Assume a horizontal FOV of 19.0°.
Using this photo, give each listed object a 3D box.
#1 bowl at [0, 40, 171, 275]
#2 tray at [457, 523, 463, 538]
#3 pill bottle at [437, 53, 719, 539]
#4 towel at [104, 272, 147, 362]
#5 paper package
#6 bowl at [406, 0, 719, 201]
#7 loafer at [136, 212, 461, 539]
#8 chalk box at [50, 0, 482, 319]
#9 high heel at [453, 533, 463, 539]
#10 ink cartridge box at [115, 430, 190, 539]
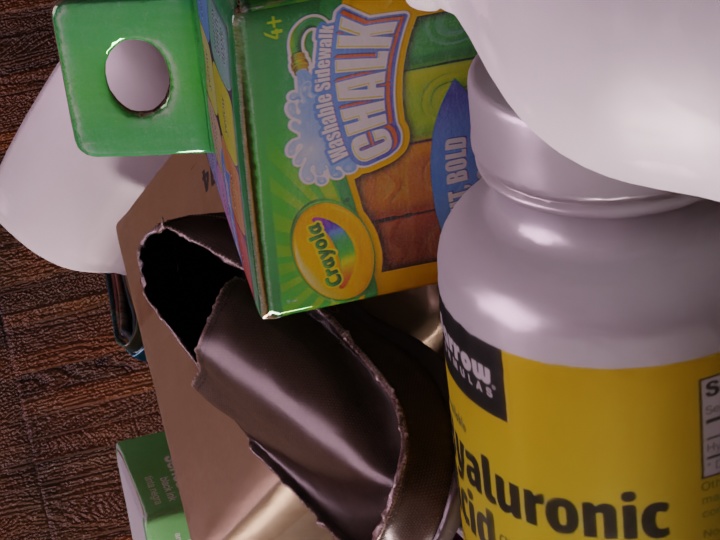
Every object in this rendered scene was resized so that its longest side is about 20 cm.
[{"bbox_3d":[-0.066,-0.074,1.043,0.075,0.200,0.200,56,139,15],"label":"bowl"},{"bbox_3d":[0.099,0.137,0.746,0.107,0.022,0.200,48,174,-38],"label":"tray"},{"bbox_3d":[0.081,0.027,0.654,0.111,0.111,0.200,-118,19,-59],"label":"pill bottle"},{"bbox_3d":[-0.069,0.018,1.173,0.200,0.022,0.147,29,-147,-44],"label":"towel"},{"bbox_3d":[0.000,0.000,0.895,0.200,0.103,0.191,-49,46,41],"label":"paper package"},{"bbox_3d":[0.055,-0.106,0.481,0.201,0.090,0.201,0,-90,-80],"label":"bowl"},{"bbox_3d":[-0.028,0.041,0.774,0.200,0.071,0.073,44,120,50],"label":"loafer"},{"bbox_3d":[0.003,-0.075,0.707,0.124,0.200,0.125,-113,14,-48],"label":"chalk box"},{"bbox_3d":[0.028,0.160,0.919,0.200,0.096,0.067,-119,20,-64],"label":"high heel"},{"bbox_3d":[-0.007,0.140,1.066,0.084,0.200,0.146,-129,27,-63],"label":"ink cartridge box"}]
